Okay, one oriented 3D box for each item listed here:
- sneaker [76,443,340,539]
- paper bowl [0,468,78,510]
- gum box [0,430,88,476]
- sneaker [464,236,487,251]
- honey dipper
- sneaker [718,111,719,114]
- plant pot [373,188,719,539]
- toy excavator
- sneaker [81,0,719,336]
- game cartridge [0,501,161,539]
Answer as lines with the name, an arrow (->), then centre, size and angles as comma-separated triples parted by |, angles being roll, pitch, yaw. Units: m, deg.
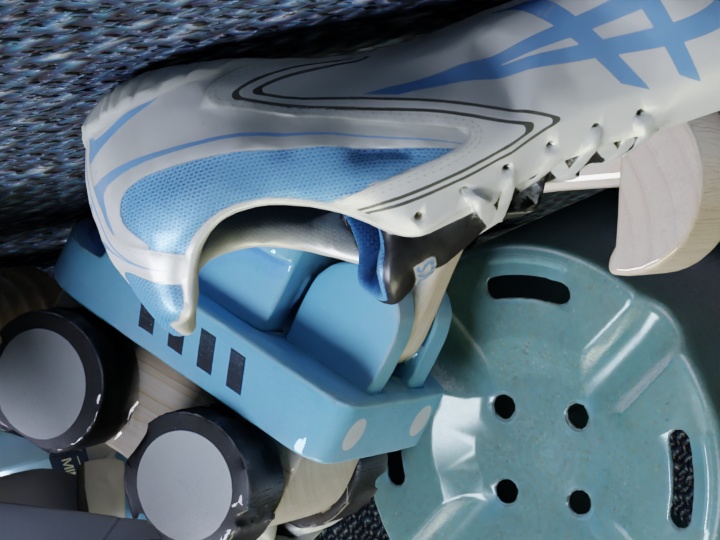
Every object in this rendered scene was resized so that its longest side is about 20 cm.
sneaker -> -0.041, 0.082, 1.021 | 0.086, 0.075, 0.200 | -1, -172, 11
paper bowl -> -0.118, 0.157, 1.014 | 0.104, 0.201, 0.201 | -38, 170, 10
gum box -> -0.194, 0.094, 1.260 | 0.199, 0.045, 0.170 | -16, -165, 8
sneaker -> 0.020, 0.006, 1.032 | 0.115, 0.076, 0.200 | -16, 172, 40
honey dipper -> -0.095, 0.010, 1.023 | 0.038, 0.038, 0.200 | -17, 178, 30
sneaker -> 0.199, -0.062, 0.884 | 0.199, 0.079, 0.095 | -14, 163, -16
plant pot -> 0.115, 0.047, 0.969 | 0.200, 0.201, 0.196 | -18, 177, 38
toy excavator -> 0.000, 0.000, 0.853 | 0.194, 0.200, 0.100 | 32, -163, 23
sneaker -> 0.029, -0.033, 0.687 | 0.199, 0.073, 0.072 | -15, 173, -9
game cartridge -> -0.154, 0.128, 0.870 | 0.199, 0.042, 0.133 | 5, -138, 27
